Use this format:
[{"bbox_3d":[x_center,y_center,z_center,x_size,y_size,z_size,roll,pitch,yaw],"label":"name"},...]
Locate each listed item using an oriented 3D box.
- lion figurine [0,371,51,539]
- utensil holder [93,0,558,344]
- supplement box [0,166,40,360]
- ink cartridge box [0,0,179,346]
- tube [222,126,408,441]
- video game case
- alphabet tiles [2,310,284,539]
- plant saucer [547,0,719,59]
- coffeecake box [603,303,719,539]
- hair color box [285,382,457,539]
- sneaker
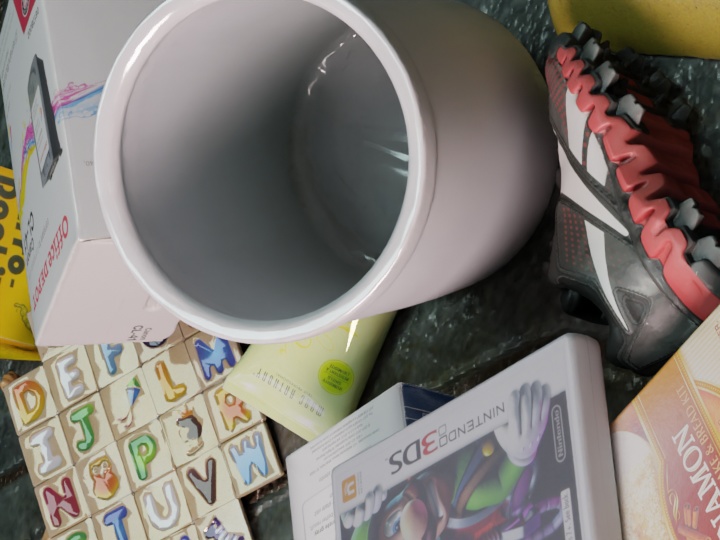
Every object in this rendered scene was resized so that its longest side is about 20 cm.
[{"bbox_3d":[-0.159,0.095,1.497,0.122,0.072,0.201,-21,73,33],"label":"lion figurine"},{"bbox_3d":[-0.008,-0.059,1.185,0.169,0.200,0.171,3,96,24],"label":"utensil holder"},{"bbox_3d":[-0.263,-0.004,1.629,0.199,0.109,0.110,-1,76,53],"label":"supplement box"},{"bbox_3d":[-0.147,-0.077,1.377,0.148,0.085,0.201,123,142,-60],"label":"ink cartridge box"},{"bbox_3d":[0.000,0.000,1.321,0.201,0.052,0.058,-62,37,16],"label":"tube"},{"bbox_3d":[0.051,0.152,1.093,0.182,0.023,0.201,-34,51,45],"label":"video game case"},{"bbox_3d":[-0.131,0.093,1.430,0.166,0.006,0.201,-29,69,25],"label":"alphabet tiles"},{"bbox_3d":[0.167,-0.206,1.181,0.199,0.048,0.201,12,86,55],"label":"plant saucer"},{"bbox_3d":[0.148,0.139,1.048,0.200,0.073,0.154,-52,41,29],"label":"coffeecake box"},{"bbox_3d":[0.022,0.169,1.216,0.100,0.060,0.201,-36,50,41],"label":"hair color box"},{"bbox_3d":[0.121,-0.031,1.153,0.098,0.071,0.201,-48,44,28],"label":"sneaker"}]
